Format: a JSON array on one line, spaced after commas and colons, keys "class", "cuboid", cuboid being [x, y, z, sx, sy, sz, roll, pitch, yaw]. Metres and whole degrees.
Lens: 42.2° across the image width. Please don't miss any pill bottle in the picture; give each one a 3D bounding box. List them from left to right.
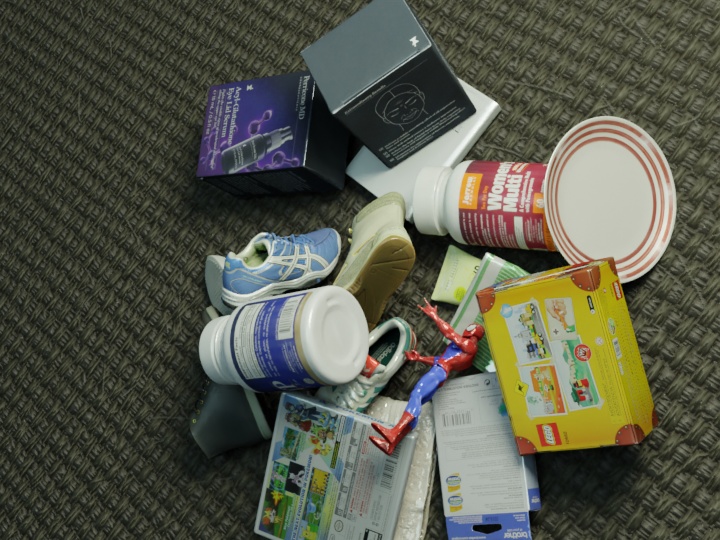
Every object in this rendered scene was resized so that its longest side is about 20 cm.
[{"class": "pill bottle", "cuboid": [-0.101, 0.090, 1.161, 0.200, 0.120, 0.120, -11, 71, 37]}, {"class": "pill bottle", "cuboid": [0.174, -0.085, 1.195, 0.199, 0.110, 0.110, 6, 78, 25]}]

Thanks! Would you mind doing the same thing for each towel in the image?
[{"class": "towel", "cuboid": [0.030, 0.263, 1.207, 0.132, 0.034, 0.201, 4, 77, 24]}, {"class": "towel", "cuboid": [0.205, 0.087, 1.149, 0.200, 0.023, 0.153, 38, 120, 27]}]

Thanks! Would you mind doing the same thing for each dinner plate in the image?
[{"class": "dinner plate", "cuboid": [0.297, -0.084, 1.121, 0.024, 0.200, 0.201, -7, 67, 66]}]

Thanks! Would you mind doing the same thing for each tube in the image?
[{"class": "tube", "cuboid": [0.185, 0.033, 1.194, 0.200, 0.052, 0.058, 22, 52, 31]}]

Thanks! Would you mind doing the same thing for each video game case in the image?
[{"class": "video game case", "cuboid": [-0.034, 0.269, 1.171, 0.182, 0.022, 0.201, 16, 103, 18]}]

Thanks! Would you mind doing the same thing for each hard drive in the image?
[{"class": "hard drive", "cuboid": [0.085, -0.182, 1.308, 0.132, 0.026, 0.200, 39, 94, 27]}]

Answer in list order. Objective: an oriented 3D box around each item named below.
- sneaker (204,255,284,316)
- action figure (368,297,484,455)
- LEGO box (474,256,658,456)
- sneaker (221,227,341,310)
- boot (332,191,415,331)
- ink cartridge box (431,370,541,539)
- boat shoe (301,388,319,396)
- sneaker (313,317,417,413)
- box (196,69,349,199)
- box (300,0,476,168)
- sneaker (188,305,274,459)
[{"class": "sneaker", "cuboid": [-0.156, 0.036, 1.342, 0.200, 0.082, 0.074, 40, 125, 45]}, {"class": "action figure", "cuboid": [0.068, 0.118, 1.135, 0.099, 0.065, 0.200, 41, 64, 17]}, {"class": "LEGO box", "cuboid": [0.235, 0.101, 1.066, 0.149, 0.077, 0.201, -14, 92, 37]}, {"class": "sneaker", "cuboid": [-0.103, -0.016, 1.269, 0.076, 0.077, 0.200, 27, 43, 36]}, {"class": "boot", "cuboid": [0.000, 0.000, 1.243, 0.200, 0.072, 0.155, -52, 20, 25]}, {"class": "ink cartridge box", "cuboid": [0.154, 0.228, 1.142, 0.119, 0.042, 0.201, -14, 72, 34]}, {"class": "boat shoe", "cuboid": [-0.058, 0.131, 1.268, 0.067, 0.057, 0.201, -10, 72, 21]}, {"class": "sneaker", "cuboid": [-0.005, 0.137, 1.189, 0.070, 0.093, 0.200, 40, 81, 15]}, {"class": "box", "cuboid": [-0.122, -0.193, 1.347, 0.199, 0.104, 0.149, -3, 74, 32]}, {"class": "box", "cuboid": [0.041, -0.245, 1.218, 0.148, 0.200, 0.107, -32, 66, 12]}, {"class": "sneaker", "cuboid": [-0.202, 0.156, 1.280, 0.106, 0.075, 0.201, -23, 87, 0]}]
